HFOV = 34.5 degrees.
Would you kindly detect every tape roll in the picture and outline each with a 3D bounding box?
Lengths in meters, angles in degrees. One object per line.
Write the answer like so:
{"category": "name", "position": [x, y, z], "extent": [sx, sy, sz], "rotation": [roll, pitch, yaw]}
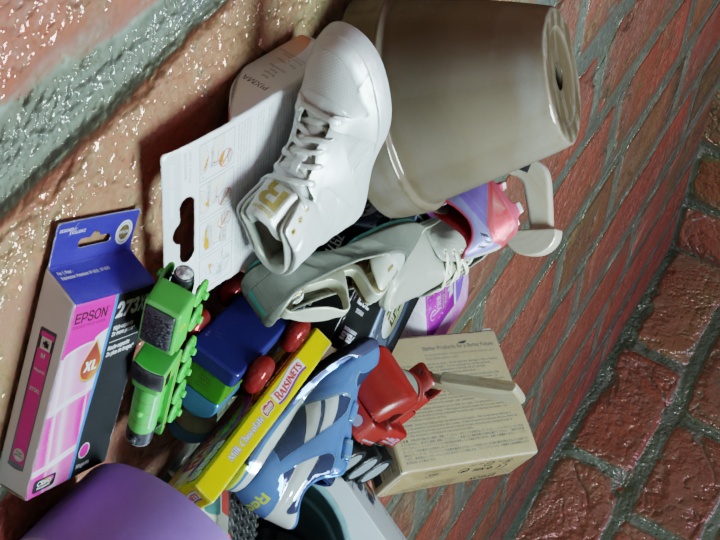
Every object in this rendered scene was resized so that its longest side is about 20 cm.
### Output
{"category": "tape roll", "position": [-0.167, 0.252, 0.888], "extent": [0.085, 0.198, 0.202], "rotation": [-44, 152, -40]}

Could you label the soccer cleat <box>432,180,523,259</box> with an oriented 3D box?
{"category": "soccer cleat", "position": [0.081, -0.101, 1.146], "extent": [0.076, 0.201, 0.067], "rotation": [-30, 159, -14]}

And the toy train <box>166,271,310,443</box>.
{"category": "toy train", "position": [-0.100, 0.064, 1.037], "extent": [0.116, 0.084, 0.200], "rotation": [-59, 174, 34]}

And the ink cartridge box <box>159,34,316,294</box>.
{"category": "ink cartridge box", "position": [-0.099, -0.076, 0.929], "extent": [0.199, 0.050, 0.164], "rotation": [-35, 146, -37]}

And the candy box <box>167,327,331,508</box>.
{"category": "candy box", "position": [-0.106, 0.137, 1.018], "extent": [0.102, 0.026, 0.200], "rotation": [-38, -169, 48]}

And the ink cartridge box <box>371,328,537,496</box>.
{"category": "ink cartridge box", "position": [0.089, 0.164, 1.362], "extent": [0.197, 0.167, 0.075], "rotation": [-2, 151, -31]}

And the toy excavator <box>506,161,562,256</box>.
{"category": "toy excavator", "position": [0.146, -0.136, 1.225], "extent": [0.197, 0.198, 0.100], "rotation": [-67, 159, 7]}

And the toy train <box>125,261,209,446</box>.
{"category": "toy train", "position": [-0.153, 0.071, 0.886], "extent": [0.201, 0.041, 0.057], "rotation": [111, 5, -48]}

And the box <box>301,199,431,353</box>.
{"category": "box", "position": [0.000, 0.000, 1.183], "extent": [0.165, 0.085, 0.200], "rotation": [-63, 160, -5]}

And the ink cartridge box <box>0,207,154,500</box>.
{"category": "ink cartridge box", "position": [-0.199, 0.058, 0.829], "extent": [0.094, 0.037, 0.203], "rotation": [-21, 130, -63]}

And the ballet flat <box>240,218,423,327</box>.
{"category": "ballet flat", "position": [-0.014, 0.008, 1.013], "extent": [0.198, 0.064, 0.068], "rotation": [-16, 156, -37]}

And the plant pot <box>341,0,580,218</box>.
{"category": "plant pot", "position": [0.095, -0.157, 1.013], "extent": [0.199, 0.171, 0.204], "rotation": [-7, 90, -66]}

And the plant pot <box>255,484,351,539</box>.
{"category": "plant pot", "position": [-0.102, 0.309, 1.153], "extent": [0.202, 0.198, 0.197], "rotation": [-57, 166, -20]}

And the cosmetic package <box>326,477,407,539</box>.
{"category": "cosmetic package", "position": [-0.006, 0.266, 1.258], "extent": [0.051, 0.201, 0.151], "rotation": [-34, -176, 3]}

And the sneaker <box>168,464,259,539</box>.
{"category": "sneaker", "position": [-0.149, 0.267, 1.039], "extent": [0.070, 0.092, 0.203], "rotation": [42, 50, -59]}

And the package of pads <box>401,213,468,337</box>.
{"category": "package of pads", "position": [0.077, 0.011, 1.403], "extent": [0.121, 0.075, 0.201], "rotation": [-56, 158, -27]}

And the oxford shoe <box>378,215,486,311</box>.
{"category": "oxford shoe", "position": [0.079, -0.012, 1.160], "extent": [0.199, 0.057, 0.076], "rotation": [-34, 146, -53]}

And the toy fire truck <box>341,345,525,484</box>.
{"category": "toy fire truck", "position": [0.047, 0.130, 1.167], "extent": [0.199, 0.129, 0.176], "rotation": [-36, 160, 4]}

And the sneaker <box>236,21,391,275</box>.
{"category": "sneaker", "position": [-0.039, -0.082, 0.891], "extent": [0.116, 0.073, 0.202], "rotation": [-44, 153, -37]}

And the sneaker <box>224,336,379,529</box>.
{"category": "sneaker", "position": [-0.040, 0.144, 1.045], "extent": [0.200, 0.082, 0.074], "rotation": [-48, -172, -27]}
